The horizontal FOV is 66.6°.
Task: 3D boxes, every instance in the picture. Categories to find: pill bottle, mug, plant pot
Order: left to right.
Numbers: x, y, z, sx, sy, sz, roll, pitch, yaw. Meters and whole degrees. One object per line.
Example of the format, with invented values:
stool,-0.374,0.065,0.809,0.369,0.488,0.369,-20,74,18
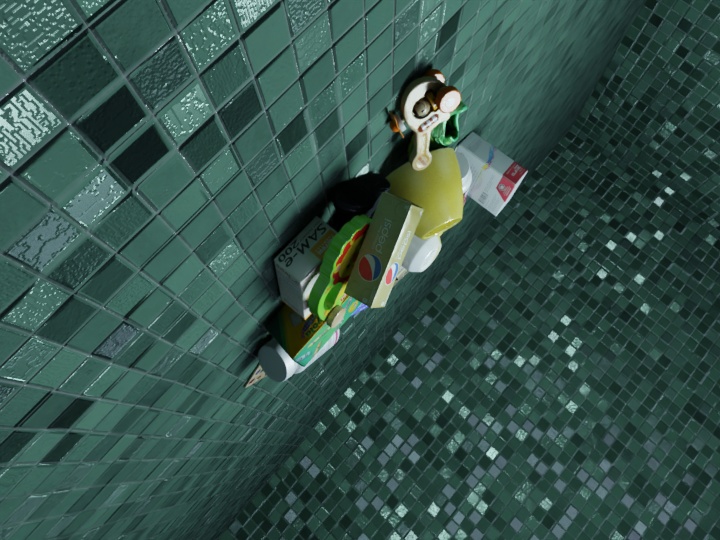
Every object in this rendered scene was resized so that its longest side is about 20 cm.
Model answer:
pill bottle,-0.150,0.179,1.343,0.199,0.113,0.114,-35,161,-47
mug,0.128,-0.091,1.348,0.187,0.153,0.150,-47,162,-9
plant pot,0.151,-0.156,1.219,0.197,0.144,0.200,-25,171,-4
pill bottle,0.247,-0.241,1.518,0.113,0.113,0.200,-47,165,-10

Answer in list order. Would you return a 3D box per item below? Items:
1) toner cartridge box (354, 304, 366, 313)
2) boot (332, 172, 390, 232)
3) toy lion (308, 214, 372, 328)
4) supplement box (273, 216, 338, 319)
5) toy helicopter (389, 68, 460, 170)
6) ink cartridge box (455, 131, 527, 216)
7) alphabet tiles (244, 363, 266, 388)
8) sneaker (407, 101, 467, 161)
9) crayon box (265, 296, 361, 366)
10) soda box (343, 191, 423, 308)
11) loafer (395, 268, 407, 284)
toner cartridge box,-0.036,0.069,1.461,0.043,0.095,0.199,-54,167,20
boot,-0.020,-0.102,1.108,0.198,0.073,0.164,-38,162,-56
toy lion,-0.033,-0.005,1.047,0.201,0.068,0.192,-53,161,-11
supplement box,-0.101,0.000,1.102,0.126,0.073,0.201,-48,166,-22
toy helicopter,0.110,-0.271,1.044,0.130,0.080,0.202,-20,142,-14
ink cartridge box,0.359,-0.281,1.589,0.083,0.199,0.147,-44,166,-29
alphabet tiles,-0.217,0.224,1.473,0.168,0.008,0.199,-56,166,20
sneaker,0.162,-0.288,1.175,0.074,0.083,0.201,-38,163,-40
crayon box,-0.104,0.098,1.228,0.200,0.118,0.058,-48,144,-4
soda box,0.043,-0.037,1.015,0.064,0.067,0.203,1,113,-62
loafer,0.126,-0.008,1.822,0.202,0.076,0.067,-56,171,23
